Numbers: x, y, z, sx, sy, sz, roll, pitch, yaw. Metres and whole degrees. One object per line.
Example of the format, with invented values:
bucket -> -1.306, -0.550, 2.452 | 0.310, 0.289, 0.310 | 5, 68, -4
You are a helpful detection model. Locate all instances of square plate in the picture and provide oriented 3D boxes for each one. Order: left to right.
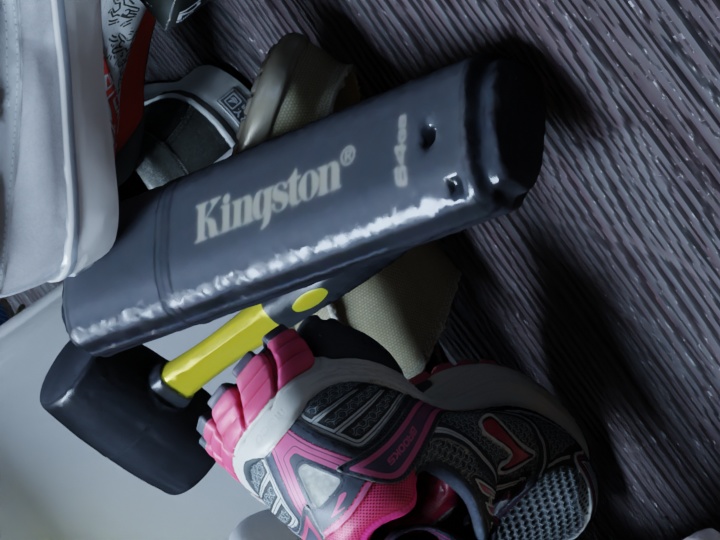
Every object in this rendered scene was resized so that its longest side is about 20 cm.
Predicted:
square plate -> -0.063, 0.067, 0.979 | 0.028, 0.200, 0.198 | 32, 156, 56

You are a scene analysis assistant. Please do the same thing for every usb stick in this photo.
usb stick -> -0.024, -0.018, 0.803 | 0.200, 0.056, 0.033 | -19, 143, 40

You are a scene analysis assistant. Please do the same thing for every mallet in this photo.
mallet -> -0.040, 0.011, 0.853 | 0.066, 0.041, 0.200 | 31, 136, -16

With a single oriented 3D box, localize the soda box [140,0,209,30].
soda box -> -0.096, -0.176, 0.784 | 0.200, 0.063, 0.071 | 51, 164, 4

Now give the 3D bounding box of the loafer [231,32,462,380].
loafer -> 0.000, 0.000, 0.905 | 0.068, 0.076, 0.200 | 5, 135, 15

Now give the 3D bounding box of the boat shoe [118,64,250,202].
boat shoe -> -0.090, -0.038, 1.065 | 0.071, 0.064, 0.200 | 52, 164, -3

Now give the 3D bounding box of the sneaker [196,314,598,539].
sneaker -> 0.024, 0.078, 0.862 | 0.075, 0.081, 0.200 | 47, -162, 31

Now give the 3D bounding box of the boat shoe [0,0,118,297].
boat shoe -> -0.127, -0.078, 0.781 | 0.072, 0.068, 0.200 | 33, 139, 37

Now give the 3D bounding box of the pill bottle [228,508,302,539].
pill bottle -> -0.003, 0.197, 0.965 | 0.112, 0.112, 0.201 | 22, 110, 59

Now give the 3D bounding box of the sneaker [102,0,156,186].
sneaker -> -0.124, -0.085, 0.889 | 0.067, 0.108, 0.202 | 28, 135, 21

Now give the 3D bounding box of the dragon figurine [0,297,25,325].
dragon figurine -> -0.167, 0.055, 0.978 | 0.099, 0.201, 0.059 | 10, 175, -39

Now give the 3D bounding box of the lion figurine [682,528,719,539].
lion figurine -> 0.144, 0.135, 0.787 | 0.123, 0.072, 0.200 | 61, 175, 17
